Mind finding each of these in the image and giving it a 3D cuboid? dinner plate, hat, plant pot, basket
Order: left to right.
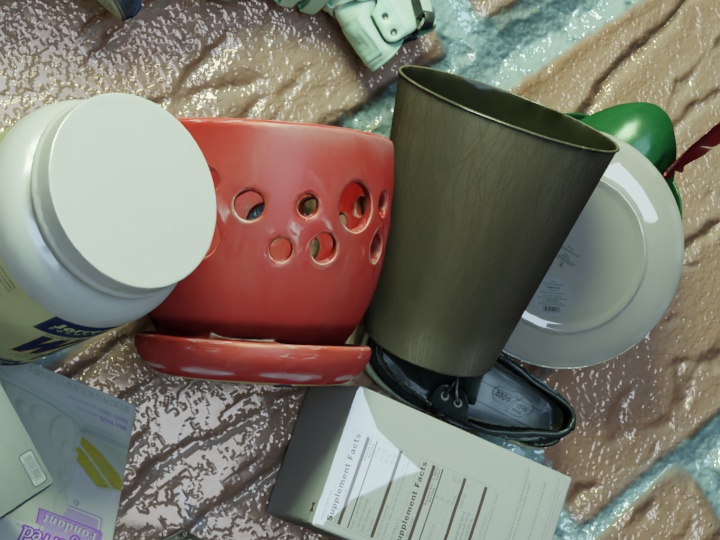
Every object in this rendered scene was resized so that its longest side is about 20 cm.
[{"bbox_3d":[-0.078,-0.012,1.027,0.197,0.200,0.186,6,88,-23],"label":"plant pot"},{"bbox_3d":[0.081,-0.033,1.087,0.178,0.136,0.203,22,108,8],"label":"basket"},{"bbox_3d":[0.169,-0.016,1.154,0.197,0.024,0.204,1,99,6],"label":"dinner plate"},{"bbox_3d":[0.235,-0.115,1.158,0.166,0.177,0.199,45,56,10],"label":"hat"}]

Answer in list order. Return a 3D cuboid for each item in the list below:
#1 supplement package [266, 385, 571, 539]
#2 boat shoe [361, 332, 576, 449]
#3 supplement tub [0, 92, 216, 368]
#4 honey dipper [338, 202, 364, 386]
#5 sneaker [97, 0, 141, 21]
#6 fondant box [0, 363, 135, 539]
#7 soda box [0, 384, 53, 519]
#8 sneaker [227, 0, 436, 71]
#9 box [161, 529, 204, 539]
[{"bbox_3d":[0.045,0.177,1.104,0.198,0.113,0.111,25,77,-20],"label":"supplement package"},{"bbox_3d":[0.095,0.095,1.160,0.198,0.066,0.075,32,74,-17],"label":"boat shoe"},{"bbox_3d":[-0.200,-0.025,0.916,0.144,0.199,0.147,16,66,-39],"label":"supplement tub"},{"bbox_3d":[0.000,0.000,1.149,0.037,0.038,0.203,16,82,-21],"label":"honey dipper"},{"bbox_3d":[-0.254,-0.244,1.047,0.199,0.077,0.086,38,78,-6],"label":"sneaker"},{"bbox_3d":[-0.239,0.155,0.955,0.143,0.058,0.202,25,39,-20],"label":"fondant box"},{"bbox_3d":[-0.274,0.066,0.862,0.063,0.068,0.202,-31,93,-53],"label":"soda box"},{"bbox_3d":[-0.024,-0.218,1.133,0.198,0.074,0.120,-17,85,-27],"label":"sneaker"},{"bbox_3d":[-0.096,0.274,0.986,0.049,0.200,0.160,-22,93,-19],"label":"box"}]
